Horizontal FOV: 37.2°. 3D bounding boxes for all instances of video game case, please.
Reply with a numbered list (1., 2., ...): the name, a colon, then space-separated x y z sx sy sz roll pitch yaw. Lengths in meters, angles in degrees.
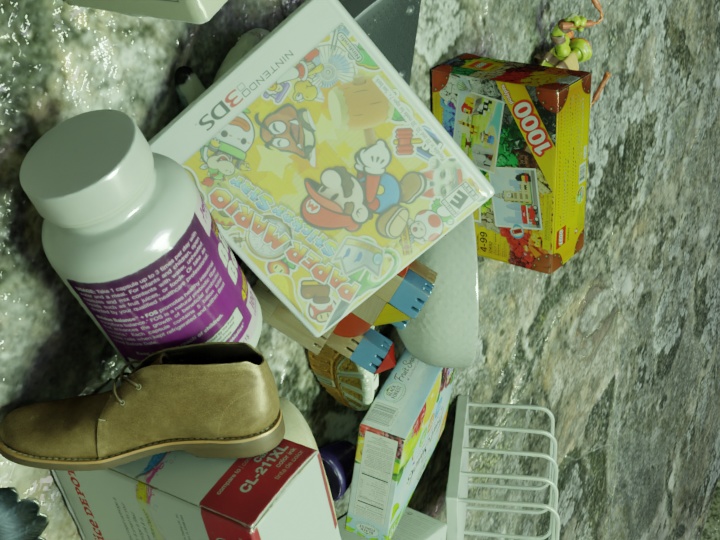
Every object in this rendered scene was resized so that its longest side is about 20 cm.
1. video game case: -0.030 -0.075 0.804 0.182 0.023 0.200 -39 107 11

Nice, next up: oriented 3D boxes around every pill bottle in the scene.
1. pill bottle: -0.151 -0.011 0.748 0.112 0.112 0.200 -55 143 -27

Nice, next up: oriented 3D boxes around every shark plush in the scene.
1. shark plush: -0.086 -0.088 0.859 0.083 0.090 0.201 -76 162 -69

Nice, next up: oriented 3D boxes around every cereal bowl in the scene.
1. cereal bowl: 0.062 -0.002 1.052 0.200 0.083 0.201 176 -90 -89

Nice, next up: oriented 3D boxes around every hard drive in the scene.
1. hard drive: -0.007 -0.173 0.920 0.200 0.042 0.135 -49 154 -46

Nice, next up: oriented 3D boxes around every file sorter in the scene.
1. file sorter: 0.169 0.263 1.265 0.200 0.124 0.139 -73 163 -61

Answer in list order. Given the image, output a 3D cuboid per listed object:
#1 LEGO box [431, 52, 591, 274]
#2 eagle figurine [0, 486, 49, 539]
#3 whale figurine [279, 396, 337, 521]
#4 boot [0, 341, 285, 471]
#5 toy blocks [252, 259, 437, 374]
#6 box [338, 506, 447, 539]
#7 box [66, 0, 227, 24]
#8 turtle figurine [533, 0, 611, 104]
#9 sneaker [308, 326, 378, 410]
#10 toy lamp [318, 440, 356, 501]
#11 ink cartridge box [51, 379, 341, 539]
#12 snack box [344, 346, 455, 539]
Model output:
1. LEGO box: 0.157 -0.115 1.131 0.077 0.148 0.201 -33 129 -45
2. eagle figurine: -0.289 0.148 0.573 0.200 0.151 0.152 -31 117 -38
3. whale figurine: -0.074 0.207 0.903 0.103 0.201 0.159 -17 154 -12
4. boot: -0.155 0.088 0.736 0.074 0.199 0.076 -94 177 -60
5. toy blocks: 0.000 0.000 0.885 0.200 0.136 0.100 -58 180 23
6. box: -0.004 0.343 1.133 0.200 0.097 0.125 -19 119 -52
7. box: -0.143 -0.265 0.637 0.109 0.127 0.200 -54 143 -29
8. turtle figurine: 0.228 -0.235 1.264 0.161 0.064 0.200 -48 148 -23
9. sneaker: -0.006 0.045 1.023 0.088 0.075 0.201 -45 138 -37
10. toy lamp: -0.071 0.224 1.022 0.200 0.058 0.058 -30 127 -46
11. ink cartridge box: -0.120 0.180 0.797 0.083 0.199 0.146 -47 139 -39
12. snack box: 0.047 0.163 1.111 0.200 0.053 0.143 -53 157 -53
